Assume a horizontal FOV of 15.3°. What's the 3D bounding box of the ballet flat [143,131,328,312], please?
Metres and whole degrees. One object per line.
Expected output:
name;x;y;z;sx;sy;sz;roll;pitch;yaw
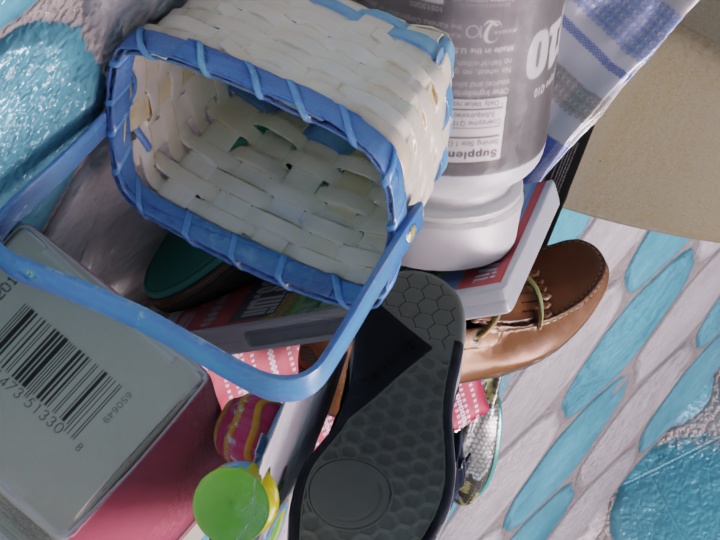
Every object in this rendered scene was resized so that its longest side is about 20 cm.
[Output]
ballet flat;-0.034;-0.048;1.454;0.068;0.068;0.200;33;99;-35

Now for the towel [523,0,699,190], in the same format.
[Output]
towel;0.105;-0.157;1.497;0.200;0.147;0.024;-48;-168;-4

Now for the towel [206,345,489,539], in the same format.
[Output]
towel;-0.017;0.065;1.538;0.199;0.022;0.145;-27;121;-25

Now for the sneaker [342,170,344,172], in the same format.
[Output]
sneaker;0.019;-0.056;1.582;0.077;0.085;0.200;-55;165;12

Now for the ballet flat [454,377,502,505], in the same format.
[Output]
ballet flat;0.056;0.061;1.643;0.072;0.072;0.201;-32;142;-50

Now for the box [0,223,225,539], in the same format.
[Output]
box;-0.145;0.083;1.351;0.109;0.128;0.200;-48;166;-13

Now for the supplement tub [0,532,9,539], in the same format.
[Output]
supplement tub;-0.151;0.177;1.534;0.132;0.132;0.200;-48;168;-10

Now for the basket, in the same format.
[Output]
basket;-0.050;-0.040;1.253;0.200;0.176;0.139;-49;156;-36

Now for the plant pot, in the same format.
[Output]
plant pot;0.245;-0.134;1.792;0.200;0.176;0.200;-58;172;-40

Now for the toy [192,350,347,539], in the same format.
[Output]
toy;-0.053;0.096;1.298;0.200;0.047;0.116;-43;152;-84

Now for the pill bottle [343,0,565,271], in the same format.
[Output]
pill bottle;0.044;-0.109;1.367;0.114;0.113;0.201;-33;137;-48

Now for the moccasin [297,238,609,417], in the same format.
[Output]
moccasin;0.055;0.018;1.517;0.201;0.074;0.078;-14;128;-23

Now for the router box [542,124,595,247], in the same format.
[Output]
router box;0.106;-0.104;1.644;0.200;0.052;0.158;107;-7;-55

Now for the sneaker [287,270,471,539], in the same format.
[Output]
sneaker;0.007;0.121;1.339;0.147;0.077;0.203;99;7;-48

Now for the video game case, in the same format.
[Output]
video game case;0.000;0.000;1.460;0.143;0.199;0.018;-60;137;-61
